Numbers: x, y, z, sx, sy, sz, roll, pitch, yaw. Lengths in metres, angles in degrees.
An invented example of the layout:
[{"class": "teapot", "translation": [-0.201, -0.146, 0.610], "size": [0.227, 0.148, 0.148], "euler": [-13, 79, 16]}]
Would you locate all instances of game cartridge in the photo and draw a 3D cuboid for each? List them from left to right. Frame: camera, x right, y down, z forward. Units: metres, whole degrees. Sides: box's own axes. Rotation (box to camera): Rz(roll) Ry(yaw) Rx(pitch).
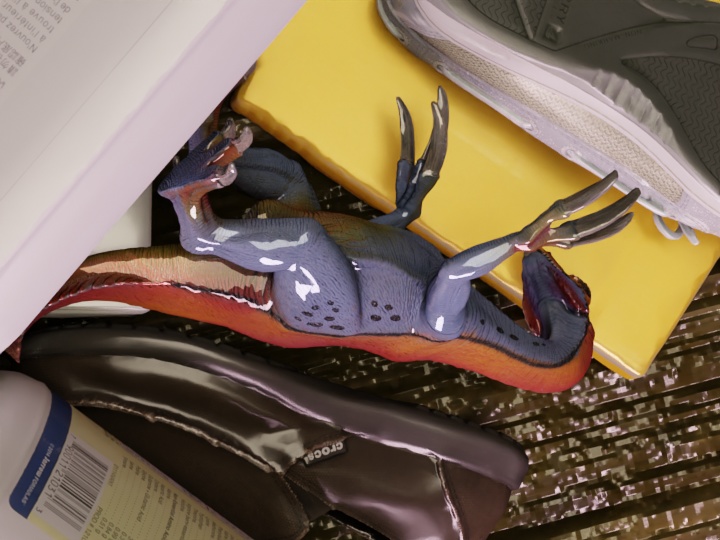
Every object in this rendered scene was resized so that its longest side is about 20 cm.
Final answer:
[{"class": "game cartridge", "translation": [0.071, -0.086, 1.098], "size": [0.199, 0.032, 0.177], "euler": [34, 84, -5]}]

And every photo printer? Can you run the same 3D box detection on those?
[{"class": "photo printer", "translation": [-0.137, -0.071, 0.945], "size": [0.166, 0.069, 0.200], "euler": [40, 90, 14]}]

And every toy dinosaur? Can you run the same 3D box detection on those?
[{"class": "toy dinosaur", "translation": [0.000, 0.000, 1.023], "size": [0.200, 0.105, 0.182], "euler": [-37, 120, 11]}]

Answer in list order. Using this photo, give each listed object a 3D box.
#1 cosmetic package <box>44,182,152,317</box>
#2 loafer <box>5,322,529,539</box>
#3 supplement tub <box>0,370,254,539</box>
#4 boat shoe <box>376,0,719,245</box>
[{"class": "cosmetic package", "translation": [-0.128, -0.083, 1.036], "size": [0.107, 0.085, 0.202], "euler": [3, 89, -9]}, {"class": "loafer", "translation": [-0.037, 0.069, 1.052], "size": [0.199, 0.073, 0.072], "euler": [16, 85, -9]}, {"class": "supplement tub", "translation": [-0.089, 0.146, 1.002], "size": [0.200, 0.145, 0.145], "euler": [38, 83, -14]}, {"class": "boat shoe", "translation": [0.100, -0.064, 1.061], "size": [0.201, 0.065, 0.075], "euler": [28, 66, -13]}]
